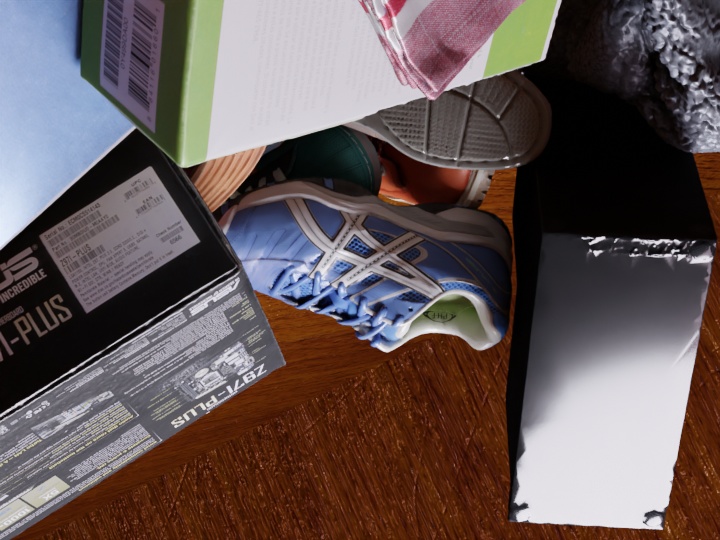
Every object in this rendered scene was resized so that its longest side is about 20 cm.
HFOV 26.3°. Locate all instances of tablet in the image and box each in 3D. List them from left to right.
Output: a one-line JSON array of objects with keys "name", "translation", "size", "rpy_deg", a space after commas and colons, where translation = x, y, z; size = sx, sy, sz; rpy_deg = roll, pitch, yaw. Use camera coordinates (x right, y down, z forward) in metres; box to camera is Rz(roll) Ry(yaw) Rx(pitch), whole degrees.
[{"name": "tablet", "translation": [-0.116, -0.098, 0.611], "size": [0.200, 0.014, 0.130], "rpy_deg": [-43, 143, -6]}]

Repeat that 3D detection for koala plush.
[{"name": "koala plush", "translation": [0.141, -0.154, 0.876], "size": [0.200, 0.184, 0.177], "rpy_deg": [5, -141, 45]}]

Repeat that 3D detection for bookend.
[{"name": "bookend", "translation": [0.137, 0.012, 0.914], "size": [0.092, 0.200, 0.199], "rpy_deg": [3, -148, 1]}]

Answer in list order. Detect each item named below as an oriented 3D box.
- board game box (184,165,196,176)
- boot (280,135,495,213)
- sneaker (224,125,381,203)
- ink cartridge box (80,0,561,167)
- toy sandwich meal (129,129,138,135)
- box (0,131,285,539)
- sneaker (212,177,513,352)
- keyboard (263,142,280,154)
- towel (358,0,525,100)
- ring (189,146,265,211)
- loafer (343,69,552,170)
[{"name": "board game box", "translation": [-0.169, -0.021, 0.797], "size": [0.200, 0.019, 0.103], "rpy_deg": [-12, 156, -37]}, {"name": "boot", "translation": [0.016, -0.078, 0.960], "size": [0.107, 0.075, 0.200], "rpy_deg": [16, 176, -21]}, {"name": "sneaker", "translation": [-0.068, -0.026, 0.943], "size": [0.080, 0.071, 0.200], "rpy_deg": [-33, -179, -44]}, {"name": "ink cartridge box", "translation": [-0.003, -0.140, 0.613], "size": [0.200, 0.076, 0.148], "rpy_deg": [-19, 135, -35]}, {"name": "toy sandwich meal", "translation": [-0.169, -0.053, 0.895], "size": [0.205, 0.070, 0.205], "rpy_deg": [-24, 171, -4]}, {"name": "box", "translation": [-0.149, 0.043, 0.746], "size": [0.200, 0.086, 0.164], "rpy_deg": [-33, 161, -6]}, {"name": "sneaker", "translation": [0.000, 0.000, 0.882], "size": [0.200, 0.077, 0.076], "rpy_deg": [4, 146, -17]}, {"name": "keyboard", "translation": [-0.015, -0.115, 1.042], "size": [0.200, 0.040, 0.104], "rpy_deg": [-30, 169, 36]}, {"name": "towel", "translation": [0.041, -0.166, 0.550], "size": [0.144, 0.023, 0.200], "rpy_deg": [-45, 145, -8]}, {"name": "ring", "translation": [-0.136, -0.043, 0.733], "size": [0.200, 0.019, 0.200], "rpy_deg": [-24, 160, -9]}, {"name": "loafer", "translation": [0.015, -0.106, 0.870], "size": [0.200, 0.072, 0.063], "rpy_deg": [14, -166, 14]}]
